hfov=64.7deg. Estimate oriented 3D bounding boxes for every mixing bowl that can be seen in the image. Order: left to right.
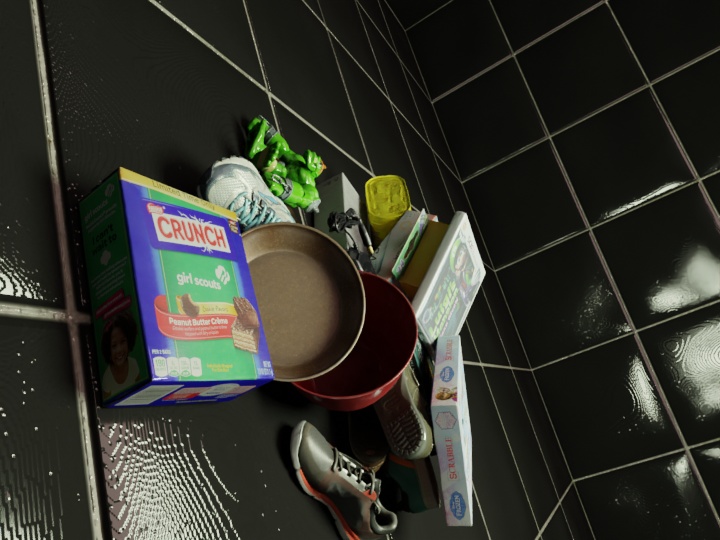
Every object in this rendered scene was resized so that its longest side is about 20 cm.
[{"bbox_3d":[-0.022,0.111,0.772,0.110,0.193,0.204,88,-1,-47],"label":"mixing bowl"}]

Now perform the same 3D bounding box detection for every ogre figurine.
[{"bbox_3d":[-0.123,-0.163,0.907,0.119,0.099,0.199,33,4,-38],"label":"ogre figurine"}]

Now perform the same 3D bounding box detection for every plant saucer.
[{"bbox_3d":[-0.091,0.039,0.706,0.037,0.195,0.206,123,-47,-63],"label":"plant saucer"}]

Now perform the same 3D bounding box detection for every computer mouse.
[{"bbox_3d":[0.000,0.000,0.888,0.204,0.045,0.141,64,17,-7],"label":"computer mouse"}]

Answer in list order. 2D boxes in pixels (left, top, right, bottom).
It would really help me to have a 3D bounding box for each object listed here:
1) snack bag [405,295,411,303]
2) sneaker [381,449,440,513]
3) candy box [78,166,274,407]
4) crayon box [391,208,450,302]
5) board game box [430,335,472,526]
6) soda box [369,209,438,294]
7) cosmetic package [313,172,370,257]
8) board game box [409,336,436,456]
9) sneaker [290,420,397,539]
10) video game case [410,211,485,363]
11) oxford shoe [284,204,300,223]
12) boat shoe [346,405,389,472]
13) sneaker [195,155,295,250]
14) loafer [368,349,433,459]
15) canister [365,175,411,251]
[{"bbox_3d":[0.098,0.121,1.058,0.189,0.021,0.205,50,33,-52],"label":"snack bag"},{"bbox_3d":[0.061,0.279,0.897,0.071,0.078,0.206,26,47,-73],"label":"sneaker"},{"bbox_3d":[-0.181,0.023,0.572,0.168,0.076,0.205,17,50,-60],"label":"candy box"},{"bbox_3d":[0.131,0.006,0.993,0.128,0.051,0.201,-61,145,-18],"label":"crayon box"},{"bbox_3d":[0.143,0.238,0.878,0.201,0.040,0.206,-62,144,-67],"label":"board game box"},{"bbox_3d":[0.066,-0.016,0.997,0.201,0.067,0.065,-51,138,-30],"label":"soda box"},{"bbox_3d":[-0.033,-0.069,1.053,0.102,0.070,0.204,49,26,-43],"label":"cosmetic package"},{"bbox_3d":[0.105,0.181,0.952,0.135,0.027,0.206,-55,129,-71],"label":"board game box"},{"bbox_3d":[-0.015,0.264,0.726,0.203,0.080,0.078,58,22,-21],"label":"sneaker"},{"bbox_3d":[0.152,0.036,0.968,0.203,0.023,0.183,-61,145,-20],"label":"video game case"},{"bbox_3d":[-0.069,-0.025,0.903,0.203,0.083,0.073,58,23,-19],"label":"oxford shoe"},{"bbox_3d":[0.007,0.212,0.874,0.203,0.073,0.075,-90,179,-47],"label":"boat shoe"},{"bbox_3d":[-0.133,-0.077,0.752,0.087,0.078,0.199,47,6,28],"label":"sneaker"},{"bbox_3d":[0.052,0.183,0.817,0.070,0.074,0.203,48,19,-45],"label":"loafer"},{"bbox_3d":[0.060,-0.066,1.158,0.151,0.084,0.204,-97,180,-51],"label":"canister"}]
